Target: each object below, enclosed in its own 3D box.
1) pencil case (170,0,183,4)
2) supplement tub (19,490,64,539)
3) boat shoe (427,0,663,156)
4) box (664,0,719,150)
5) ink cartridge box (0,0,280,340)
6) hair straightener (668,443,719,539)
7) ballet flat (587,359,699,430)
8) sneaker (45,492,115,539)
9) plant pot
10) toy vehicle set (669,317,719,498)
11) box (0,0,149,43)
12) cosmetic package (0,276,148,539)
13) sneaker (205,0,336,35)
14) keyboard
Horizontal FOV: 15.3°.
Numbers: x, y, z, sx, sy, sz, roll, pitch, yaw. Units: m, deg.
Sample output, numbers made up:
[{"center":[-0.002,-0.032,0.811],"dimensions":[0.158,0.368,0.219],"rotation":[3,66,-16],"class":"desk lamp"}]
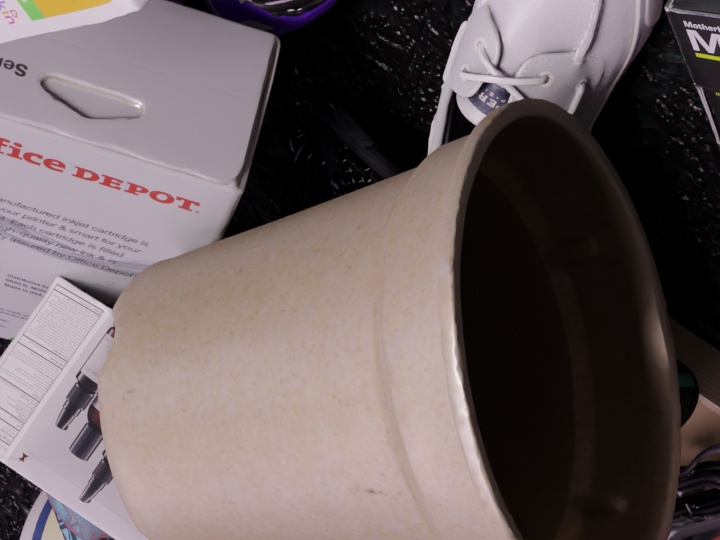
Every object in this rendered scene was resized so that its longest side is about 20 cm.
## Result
[{"center":[-0.135,-0.094,1.263],"dimensions":[0.088,0.088,0.200],"rotation":[35,149,6],"class":"pencil case"},{"center":[-0.075,0.165,1.448],"dimensions":[0.200,0.145,0.145],"rotation":[-4,128,46],"class":"supplement tub"},{"center":[0.065,-0.082,1.093],"dimensions":[0.072,0.069,0.200],"rotation":[35,147,6],"class":"boat shoe"},{"center":[0.230,-0.034,0.991],"dimensions":[0.200,0.048,0.193],"rotation":[12,145,35],"class":"box"},{"center":[-0.130,-0.044,1.171],"dimensions":[0.147,0.083,0.200],"rotation":[17,151,-8],"class":"ink cartridge box"},{"center":[0.140,0.113,1.200],"dimensions":[0.077,0.041,0.200],"rotation":[17,158,-31],"class":"hair straightener"},{"center":[0.074,0.074,1.214],"dimensions":[0.200,0.068,0.068],"rotation":[-14,86,47],"class":"ballet flat"},{"center":[-0.133,0.053,1.321],"dimensions":[0.079,0.200,0.096],"rotation":[3,138,-3],"class":"sneaker"},{"center":[0.004,0.046,1.072],"dimensions":[0.183,0.200,0.200],"rotation":[-10,125,28],"class":"plant pot"},{"center":[0.124,0.090,1.277],"dimensions":[0.124,0.027,0.200],"rotation":[35,146,6],"class":"toy vehicle set"},{"center":[-0.085,-0.188,0.993],"dimensions":[0.101,0.200,0.113],"rotation":[-5,126,47],"class":"box"},{"center":[-0.085,0.091,1.209],"dimensions":[0.051,0.083,0.200],"rotation":[29,171,48],"class":"cosmetic package"},{"center":[-0.030,-0.137,1.089],"dimensions":[0.070,0.100,0.200],"rotation":[46,146,-6],"class":"sneaker"},{"center":[0.000,0.000,1.240],"dimensions":[0.104,0.040,0.200],"rotation":[49,164,33],"class":"keyboard"}]
